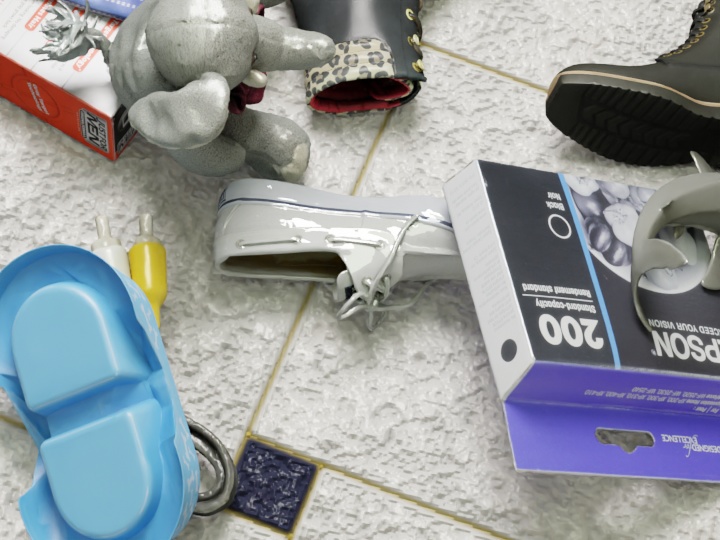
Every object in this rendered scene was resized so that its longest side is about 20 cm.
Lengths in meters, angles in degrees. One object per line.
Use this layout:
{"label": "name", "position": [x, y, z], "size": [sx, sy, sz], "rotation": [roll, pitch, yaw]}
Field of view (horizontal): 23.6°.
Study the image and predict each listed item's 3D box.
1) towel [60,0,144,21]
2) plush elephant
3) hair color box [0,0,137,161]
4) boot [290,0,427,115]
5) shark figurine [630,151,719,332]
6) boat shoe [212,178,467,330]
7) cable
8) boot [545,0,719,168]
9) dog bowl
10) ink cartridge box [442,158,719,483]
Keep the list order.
{"label": "towel", "position": [-0.171, -0.278, 1.164], "size": [0.143, 0.024, 0.202], "rotation": [17, 88, 3]}
{"label": "plush elephant", "position": [-0.090, -0.142, 1.086], "size": [0.198, 0.154, 0.167], "rotation": [3, 92, -30]}
{"label": "hair color box", "position": [-0.226, -0.172, 1.196], "size": [0.199, 0.061, 0.102], "rotation": [30, 63, 10]}
{"label": "boot", "position": [0.041, -0.194, 1.233], "size": [0.201, 0.074, 0.155], "rotation": [-8, 67, -5]}
{"label": "shark figurine", "position": [0.236, -0.043, 1.121], "size": [0.213, 0.089, 0.129], "rotation": [-4, 63, -44]}
{"label": "boat shoe", "position": [-0.001, -0.002, 1.126], "size": [0.199, 0.075, 0.087], "rotation": [9, 62, 1]}
{"label": "cable", "position": [-0.147, 0.064, 1.082], "size": [0.096, 0.050, 0.202], "rotation": [-19, 67, -8]}
{"label": "boot", "position": [0.225, -0.148, 1.234], "size": [0.198, 0.078, 0.140], "rotation": [11, 57, -15]}
{"label": "dog bowl", "position": [-0.160, 0.084, 1.042], "size": [0.110, 0.050, 0.202], "rotation": [-21, 82, 17]}
{"label": "ink cartridge box", "position": [0.159, 0.033, 1.099], "size": [0.196, 0.043, 0.202], "rotation": [7, 59, -35]}
